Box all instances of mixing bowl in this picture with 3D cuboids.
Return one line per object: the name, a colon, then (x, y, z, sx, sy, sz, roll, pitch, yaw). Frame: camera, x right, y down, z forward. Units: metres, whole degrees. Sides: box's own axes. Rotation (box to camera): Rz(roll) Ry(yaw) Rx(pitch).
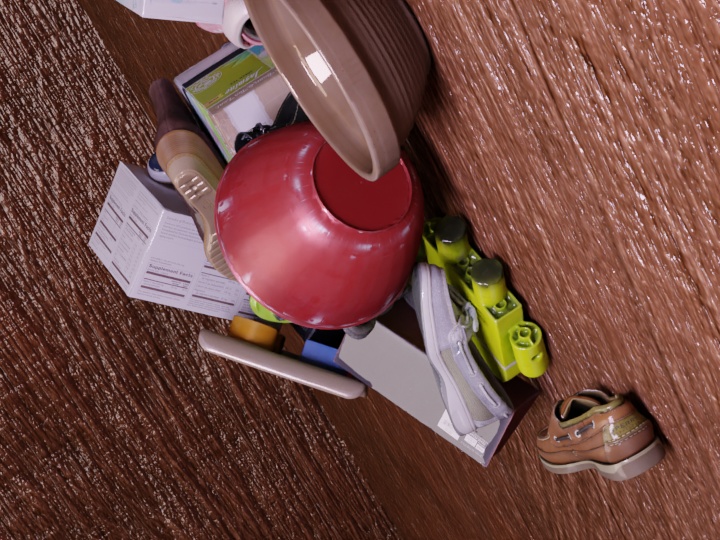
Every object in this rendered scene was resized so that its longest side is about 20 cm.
mixing bowl: (-0.020, -0.059, 1.419, 0.200, 0.200, 0.108, 56, 148, 5)

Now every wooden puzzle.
wooden puzzle: (-0.076, 0.092, 1.757, 0.185, 0.046, 0.200, 19, 178, 3)

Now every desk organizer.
desk organizer: (0.080, 0.110, 1.662, 0.200, 0.072, 0.077, 34, -152, 20)

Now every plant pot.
plant pot: (-0.007, -0.180, 1.289, 0.201, 0.093, 0.201, 55, 172, 11)

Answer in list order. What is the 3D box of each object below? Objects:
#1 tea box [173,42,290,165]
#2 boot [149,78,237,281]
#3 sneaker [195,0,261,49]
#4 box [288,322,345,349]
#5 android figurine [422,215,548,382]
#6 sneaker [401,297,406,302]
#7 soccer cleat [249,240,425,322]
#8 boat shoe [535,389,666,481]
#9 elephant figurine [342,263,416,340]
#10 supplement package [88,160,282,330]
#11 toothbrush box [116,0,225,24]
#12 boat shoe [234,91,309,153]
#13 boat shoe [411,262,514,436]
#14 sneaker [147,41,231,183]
tea box: (-0.079, -0.137, 1.697, 0.200, 0.133, 0.197, 60, 172, -24)
boot: (-0.160, -0.097, 1.717, 0.200, 0.072, 0.167, 59, -172, -43)
sneaker: (-0.129, -0.269, 1.687, 0.105, 0.075, 0.200, 60, 168, 7)
box: (-0.026, 0.021, 1.913, 0.148, 0.104, 0.200, 25, -168, -35)
android figurine: (0.118, 0.032, 1.550, 0.182, 0.041, 0.200, 50, 169, 34)
sneaker: (0.075, 0.039, 1.750, 0.200, 0.075, 0.090, 49, 160, 13)
soccer cleat: (-0.026, 0.001, 1.715, 0.081, 0.200, 0.068, -123, 14, -65)
boat shoe: (0.202, 0.135, 1.399, 0.068, 0.072, 0.200, 61, 162, -4)
elephant figurine: (0.000, 0.000, 1.595, 0.142, 0.155, 0.200, -87, -5, -51)
supplement package: (-0.185, -0.029, 1.842, 0.200, 0.111, 0.156, 15, -164, -33)
toothbrush box: (-0.193, -0.332, 1.577, 0.200, 0.085, 0.147, -140, 55, -62)
boat shoe: (-0.091, -0.105, 1.508, 0.066, 0.200, 0.074, 27, 151, -18)
boat shoe: (0.095, 0.071, 1.525, 0.074, 0.065, 0.202, -103, -5, -58)
sneaker: (-0.164, -0.185, 1.809, 0.070, 0.200, 0.109, 45, 159, 43)
